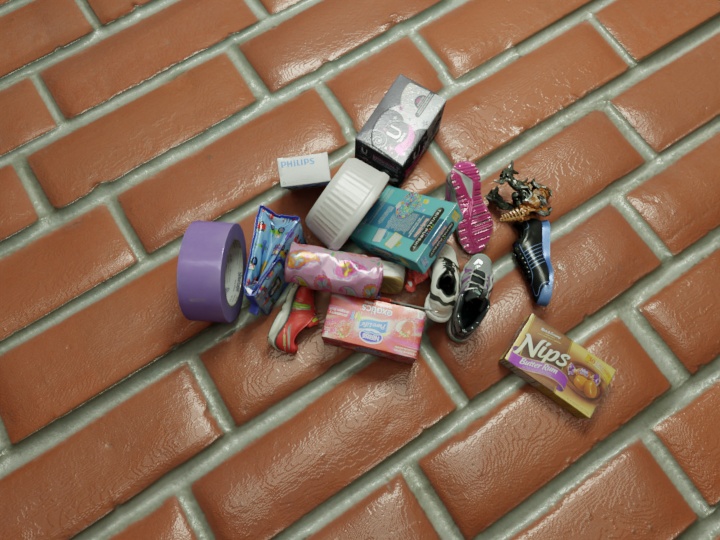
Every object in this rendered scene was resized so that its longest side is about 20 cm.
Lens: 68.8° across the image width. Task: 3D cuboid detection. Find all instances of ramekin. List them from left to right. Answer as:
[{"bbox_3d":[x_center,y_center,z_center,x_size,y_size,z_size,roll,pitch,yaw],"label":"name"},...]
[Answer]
[{"bbox_3d":[-0.034,-0.141,1.095,0.094,0.202,0.203,35,76,-7],"label":"ramekin"}]

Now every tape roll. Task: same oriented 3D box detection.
[{"bbox_3d":[-0.293,0.003,1.060,0.084,0.200,0.202,4,73,2],"label":"tape roll"}]

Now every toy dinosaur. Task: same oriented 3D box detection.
[{"bbox_3d":[0.352,-0.158,1.143,0.135,0.200,0.103,40,116,14],"label":"toy dinosaur"}]

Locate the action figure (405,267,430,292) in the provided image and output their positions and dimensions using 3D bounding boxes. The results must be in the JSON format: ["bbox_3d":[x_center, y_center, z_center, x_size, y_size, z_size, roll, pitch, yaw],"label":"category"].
[{"bbox_3d":[0.132,-0.041,1.130,0.051,0.065,0.202,31,62,-25],"label":"action figure"}]

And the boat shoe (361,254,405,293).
[{"bbox_3d":[0.000,0.000,1.137,0.198,0.071,0.070,10,47,11],"label":"boat shoe"}]

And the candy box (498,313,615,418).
[{"bbox_3d":[0.401,0.195,1.080,0.199,0.057,0.117,36,77,8],"label":"candy box"}]

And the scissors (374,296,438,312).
[{"bbox_3d":[0.070,0.065,1.089,0.198,0.073,0.014,10,82,18],"label":"scissors"}]

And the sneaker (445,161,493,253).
[{"bbox_3d":[0.236,-0.138,1.168,0.080,0.088,0.202,-10,96,-5],"label":"sneaker"}]

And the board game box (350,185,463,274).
[{"bbox_3d":[0.094,-0.092,1.115,0.199,0.047,0.152,24,72,43],"label":"board game box"}]

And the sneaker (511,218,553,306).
[{"bbox_3d":[0.369,-0.020,1.141,0.077,0.070,0.202,3,67,4],"label":"sneaker"}]

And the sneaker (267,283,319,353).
[{"bbox_3d":[-0.119,0.080,1.107,0.084,0.077,0.201,27,89,0],"label":"sneaker"}]

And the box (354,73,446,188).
[{"bbox_3d":[0.090,-0.316,1.200,0.131,0.115,0.201,31,76,9],"label":"box"}]

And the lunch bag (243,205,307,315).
[{"bbox_3d":[-0.191,-0.006,1.088,0.093,0.151,0.202,17,74,5],"label":"lunch bag"}]

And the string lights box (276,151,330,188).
[{"bbox_3d":[-0.115,-0.209,1.120,0.102,0.200,0.060,-7,97,-2],"label":"string lights box"}]

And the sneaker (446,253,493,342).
[{"bbox_3d":[0.240,0.045,1.078,0.077,0.140,0.202,16,75,4],"label":"sneaker"}]

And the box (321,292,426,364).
[{"bbox_3d":[0.027,0.118,1.080,0.198,0.096,0.101,13,74,4],"label":"box"}]

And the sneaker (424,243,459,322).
[{"bbox_3d":[0.180,0.010,1.095,0.073,0.080,0.201,13,47,-4],"label":"sneaker"}]

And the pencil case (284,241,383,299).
[{"bbox_3d":[-0.050,0.001,1.040,0.198,0.088,0.088,9,73,-3],"label":"pencil case"}]
